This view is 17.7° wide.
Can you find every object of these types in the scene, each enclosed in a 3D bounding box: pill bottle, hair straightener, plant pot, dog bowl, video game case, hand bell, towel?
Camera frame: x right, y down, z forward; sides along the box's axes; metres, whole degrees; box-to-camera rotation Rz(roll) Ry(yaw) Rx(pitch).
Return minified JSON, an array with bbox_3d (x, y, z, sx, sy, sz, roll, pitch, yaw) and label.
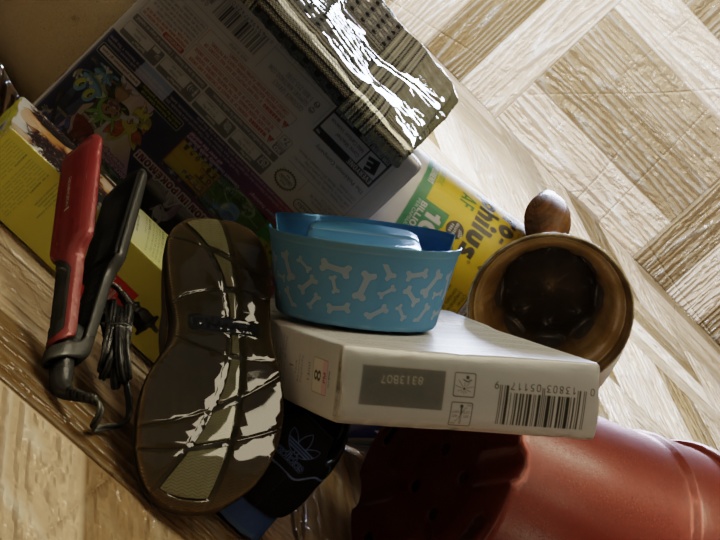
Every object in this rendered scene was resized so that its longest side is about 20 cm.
[{"bbox_3d":[0.083,0.015,1.609,0.200,0.113,0.113,36,13,-7],"label":"pill bottle"},{"bbox_3d":[-0.134,0.014,1.271,0.077,0.041,0.201,36,32,-31],"label":"hair straightener"},{"bbox_3d":[0.112,0.163,1.443,0.195,0.201,0.201,30,19,-34],"label":"plant pot"},{"bbox_3d":[0.000,0.000,1.362,0.111,0.050,0.200,7,6,-1],"label":"dog bowl"},{"bbox_3d":[-0.094,-0.075,1.461,0.200,0.182,0.023,45,9,-10],"label":"video game case"},{"bbox_3d":[-0.136,-0.132,1.539,0.200,0.200,0.135,23,47,-65],"label":"plant pot"},{"bbox_3d":[0.123,-0.013,1.518,0.104,0.104,0.200,44,19,-14],"label":"hand bell"},{"bbox_3d":[-0.013,-0.162,1.472,0.193,0.035,0.200,48,19,-4],"label":"towel"}]

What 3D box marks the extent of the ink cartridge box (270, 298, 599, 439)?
[{"bbox_3d":[0.022,0.054,1.334,0.162,0.057,0.200,5,1,-24],"label":"ink cartridge box"}]

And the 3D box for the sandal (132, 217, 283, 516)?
[{"bbox_3d":[-0.088,0.056,1.274,0.081,0.055,0.201,9,47,-15],"label":"sandal"}]

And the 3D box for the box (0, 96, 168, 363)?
[{"bbox_3d":[-0.149,-0.011,1.381,0.200,0.050,0.075,45,12,-16],"label":"box"}]

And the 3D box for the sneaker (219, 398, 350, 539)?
[{"bbox_3d":[-0.040,0.092,1.360,0.070,0.078,0.200,45,12,-10],"label":"sneaker"}]

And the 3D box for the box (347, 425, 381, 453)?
[{"bbox_3d":[0.063,0.111,1.596,0.200,0.119,0.042,32,61,-59],"label":"box"}]
